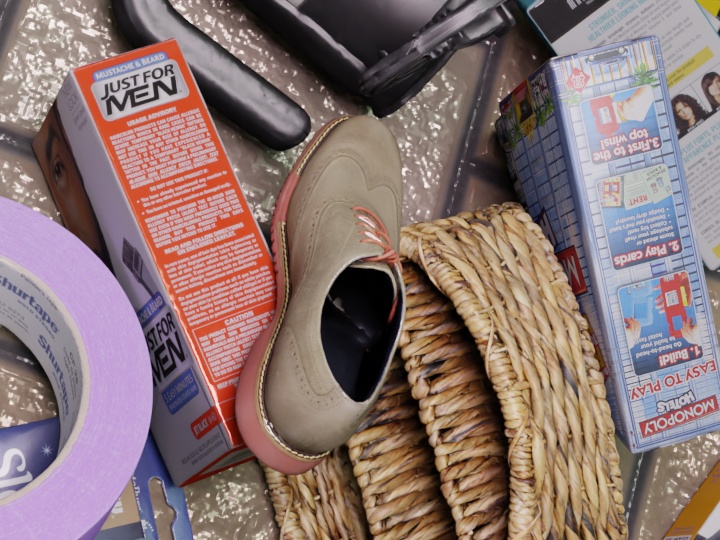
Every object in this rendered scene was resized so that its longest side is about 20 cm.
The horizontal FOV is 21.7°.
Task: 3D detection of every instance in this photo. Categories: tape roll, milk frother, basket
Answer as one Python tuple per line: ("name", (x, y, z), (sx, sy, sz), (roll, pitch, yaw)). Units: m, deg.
("tape roll", (-0.203, 0.062, 0.894), (0.200, 0.066, 0.200), (8, 62, -15))
("milk frother", (-0.016, -0.176, 0.969), (0.188, 0.200, 0.181), (39, 58, -12))
("basket", (0.035, 0.078, 0.976), (0.149, 0.143, 0.200), (-13, 85, -26))

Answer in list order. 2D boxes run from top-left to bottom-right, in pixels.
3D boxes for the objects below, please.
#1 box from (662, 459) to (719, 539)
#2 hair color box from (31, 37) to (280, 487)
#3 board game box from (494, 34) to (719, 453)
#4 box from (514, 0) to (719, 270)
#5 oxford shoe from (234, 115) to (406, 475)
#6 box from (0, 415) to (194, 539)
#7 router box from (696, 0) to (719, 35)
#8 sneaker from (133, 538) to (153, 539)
("box", (0.232, 0.186, 1.096), (0.119, 0.041, 0.200), (44, 69, -9))
("hair color box", (-0.093, -0.001, 0.945), (0.064, 0.111, 0.200), (-19, 81, -24))
("board game box", (0.128, -0.003, 1.007), (0.062, 0.200, 0.200), (-14, 85, -12))
("box", (0.177, -0.102, 1.085), (0.082, 0.049, 0.200), (-36, 111, 5))
("oxford shoe", (0.000, 0.000, 0.884), (0.070, 0.075, 0.200), (29, 51, -26))
("box", (-0.175, 0.139, 0.936), (0.200, 0.032, 0.121), (-10, 83, -26))
("router box", (0.193, -0.222, 1.153), (0.149, 0.051, 0.200), (36, 69, -16))
("sneaker", (-0.133, 0.226, 0.870), (0.140, 0.078, 0.200), (-23, 46, 10))
